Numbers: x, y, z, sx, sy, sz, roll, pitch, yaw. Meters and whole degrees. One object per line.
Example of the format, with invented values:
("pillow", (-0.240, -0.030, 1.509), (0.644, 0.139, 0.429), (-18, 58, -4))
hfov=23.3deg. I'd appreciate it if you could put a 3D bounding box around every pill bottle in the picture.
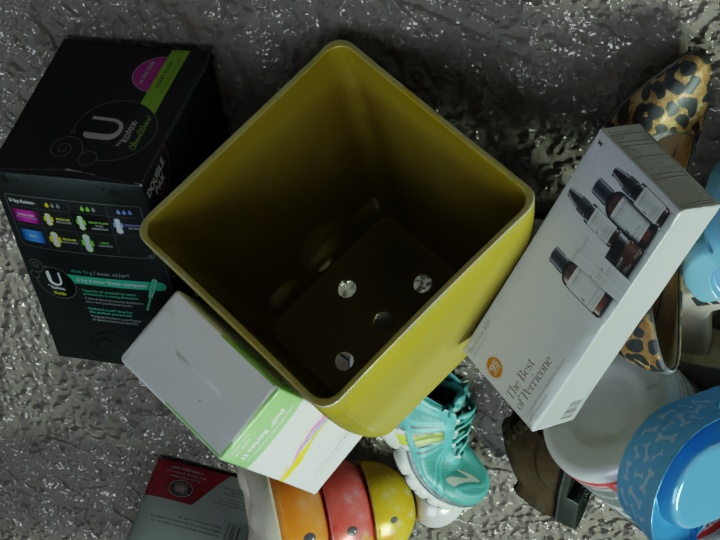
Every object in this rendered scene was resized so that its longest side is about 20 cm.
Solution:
("pill bottle", (0.235, 0.145, 1.357), (0.113, 0.115, 0.200), (-15, 144, 33))

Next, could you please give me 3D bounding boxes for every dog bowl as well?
("dog bowl", (0.264, 0.135, 1.263), (0.049, 0.199, 0.113), (31, 125, 45))

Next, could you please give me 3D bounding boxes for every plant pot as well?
("plant pot", (0.000, 0.000, 1.231), (0.200, 0.200, 0.177), (41, 170, 27))

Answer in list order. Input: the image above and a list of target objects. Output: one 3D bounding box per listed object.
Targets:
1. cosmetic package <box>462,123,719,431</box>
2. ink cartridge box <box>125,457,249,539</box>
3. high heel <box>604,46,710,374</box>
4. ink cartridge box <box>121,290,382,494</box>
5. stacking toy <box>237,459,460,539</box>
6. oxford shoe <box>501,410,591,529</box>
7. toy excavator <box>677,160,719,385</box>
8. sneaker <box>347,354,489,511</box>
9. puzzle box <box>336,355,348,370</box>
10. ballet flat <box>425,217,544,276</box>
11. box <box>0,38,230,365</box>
("cosmetic package", (0.149, 0.007, 1.162), (0.083, 0.050, 0.201), (50, 128, 29))
("ink cartridge box", (-0.154, 0.310, 1.642), (0.144, 0.201, 0.145), (15, 139, 5))
("high heel", (0.210, -0.035, 1.167), (0.071, 0.143, 0.201), (-2, 137, -30))
("ink cartridge box", (-0.073, 0.096, 1.277), (0.117, 0.067, 0.200), (41, -177, 28))
("stacking toy", (-0.002, 0.212, 1.545), (0.198, 0.147, 0.147), (-11, 138, -8))
("oxford shoe", (0.153, 0.132, 1.435), (0.084, 0.073, 0.201), (20, 135, 18))
("toy excavator", (0.271, 0.002, 1.246), (0.199, 0.100, 0.194), (-9, 135, 46))
("sneaker", (0.062, 0.128, 1.465), (0.079, 0.078, 0.201), (-17, 128, 23))
("puzzle box", (-0.097, 0.078, 1.504), (0.199, 0.026, 0.133), (37, 136, -19))
("ballet flat", (0.133, -0.003, 1.301), (0.198, 0.064, 0.076), (-1, 132, 23))
("box", (-0.170, -0.047, 1.303), (0.123, 0.149, 0.201), (6, 137, 17))
